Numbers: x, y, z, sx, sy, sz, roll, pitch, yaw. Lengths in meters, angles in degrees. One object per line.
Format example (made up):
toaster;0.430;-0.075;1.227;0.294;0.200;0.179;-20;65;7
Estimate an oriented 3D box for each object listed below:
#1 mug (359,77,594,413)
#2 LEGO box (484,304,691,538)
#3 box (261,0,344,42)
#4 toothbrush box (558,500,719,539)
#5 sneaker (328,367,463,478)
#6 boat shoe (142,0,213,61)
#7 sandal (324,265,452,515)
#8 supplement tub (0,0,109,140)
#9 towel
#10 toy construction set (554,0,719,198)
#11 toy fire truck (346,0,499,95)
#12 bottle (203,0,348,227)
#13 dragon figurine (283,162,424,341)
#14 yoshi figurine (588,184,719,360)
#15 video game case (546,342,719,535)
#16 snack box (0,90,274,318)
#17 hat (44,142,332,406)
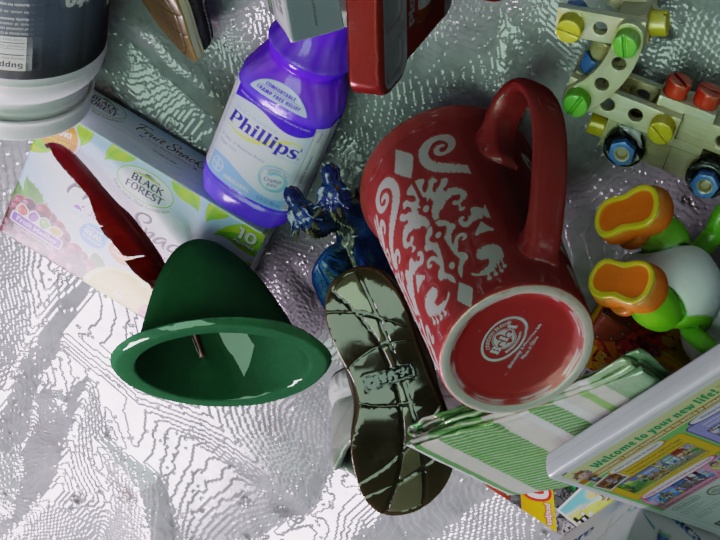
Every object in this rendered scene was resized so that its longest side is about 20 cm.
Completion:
mug;0.081;-0.022;1.413;0.132;0.201;0.179;-9;128;-7
LEGO box;0.207;0.118;1.551;0.148;0.077;0.201;32;128;3
box;-0.067;-0.260;1.369;0.041;0.200;0.157;-16;120;-12
toothbrush box;0.169;0.264;1.486;0.085;0.200;0.146;43;129;-6
sneaker;0.058;0.115;1.597;0.199;0.093;0.076;-17;142;36
boat shoe;-0.130;-0.228;1.470;0.073;0.065;0.201;44;164;28
sandal;0.020;0.086;1.539;0.081;0.055;0.202;-15;107;8
supplement tub;-0.252;-0.213;1.509;0.139;0.141;0.201;19;127;12
towel;0.152;0.113;1.464;0.199;0.024;0.152;-22;145;33
toy construction set;0.219;-0.121;1.392;0.199;0.092;0.132;31;129;18
toy fire truck;0.031;-0.235;1.347;0.111;0.168;0.202;11;125;17
bottle;-0.053;-0.127;1.520;0.083;0.065;0.201;31;128;6
dragon figurine;0.000;0.000;1.556;0.058;0.100;0.201;-6;118;28
yoshi figurine;0.246;0.020;1.399;0.113;0.112;0.199;-47;133;12
video game case;0.258;0.118;1.417;0.181;0.022;0.200;20;141;-29
snack box;-0.175;-0.042;1.638;0.199;0.053;0.143;30;127;2
hat;-0.118;-0.009;1.593;0.164;0.178;0.200;-18;152;28
